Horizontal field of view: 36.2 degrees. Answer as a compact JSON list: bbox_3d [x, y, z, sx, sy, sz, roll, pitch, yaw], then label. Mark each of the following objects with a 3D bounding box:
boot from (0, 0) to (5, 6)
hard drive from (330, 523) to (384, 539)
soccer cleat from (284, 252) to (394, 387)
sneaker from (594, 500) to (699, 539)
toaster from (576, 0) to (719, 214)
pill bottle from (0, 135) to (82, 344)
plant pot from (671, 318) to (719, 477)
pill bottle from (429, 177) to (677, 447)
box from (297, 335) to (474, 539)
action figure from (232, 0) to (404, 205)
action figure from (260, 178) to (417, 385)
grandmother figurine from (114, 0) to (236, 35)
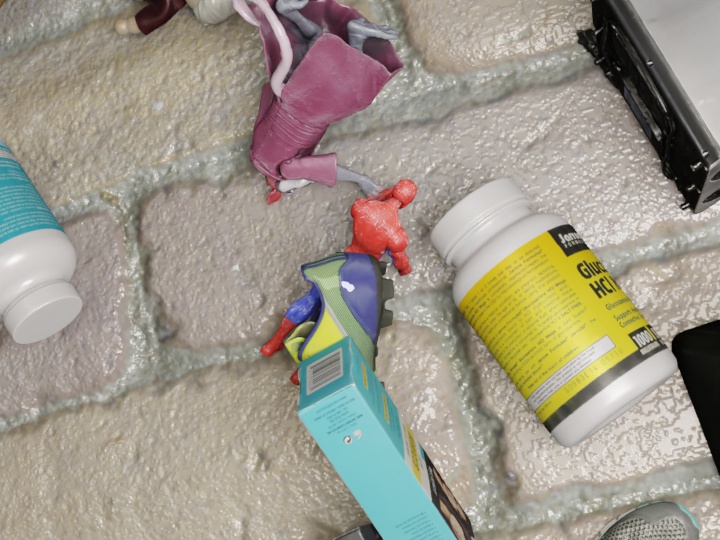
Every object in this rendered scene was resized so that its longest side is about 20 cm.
[{"bbox_3d":[-0.351,-0.342,1.088,0.200,0.066,0.175,-43,39,22],"label":"boot"},{"bbox_3d":[0.044,0.290,0.843,0.038,0.140,0.200,-29,76,10],"label":"hard drive"},{"bbox_3d":[-0.022,0.075,0.896,0.084,0.065,0.200,-1,118,-11],"label":"soccer cleat"},{"bbox_3d":[0.177,0.253,0.836,0.200,0.091,0.078,-44,74,6],"label":"sneaker"},{"bbox_3d":[0.256,-0.159,0.834,0.119,0.181,0.200,-29,76,7],"label":"toaster"},{"bbox_3d":[-0.336,-0.031,1.016,0.111,0.111,0.200,-39,73,7],"label":"pill bottle"},{"bbox_3d":[0.345,0.102,0.768,0.199,0.177,0.200,-20,78,13],"label":"plant pot"},{"bbox_3d":[0.145,0.029,0.869,0.112,0.112,0.200,-38,74,7],"label":"pill bottle"},{"bbox_3d":[0.023,0.154,0.849,0.049,0.082,0.200,-29,111,9],"label":"box"},{"bbox_3d":[-0.049,-0.129,0.931,0.134,0.149,0.200,48,128,26],"label":"action figure"},{"bbox_3d":[0.000,0.000,0.948,0.065,0.099,0.200,41,116,15],"label":"action figure"},{"bbox_3d":[-0.200,-0.278,1.045,0.200,0.061,0.121,21,96,20],"label":"grandmother figurine"}]
